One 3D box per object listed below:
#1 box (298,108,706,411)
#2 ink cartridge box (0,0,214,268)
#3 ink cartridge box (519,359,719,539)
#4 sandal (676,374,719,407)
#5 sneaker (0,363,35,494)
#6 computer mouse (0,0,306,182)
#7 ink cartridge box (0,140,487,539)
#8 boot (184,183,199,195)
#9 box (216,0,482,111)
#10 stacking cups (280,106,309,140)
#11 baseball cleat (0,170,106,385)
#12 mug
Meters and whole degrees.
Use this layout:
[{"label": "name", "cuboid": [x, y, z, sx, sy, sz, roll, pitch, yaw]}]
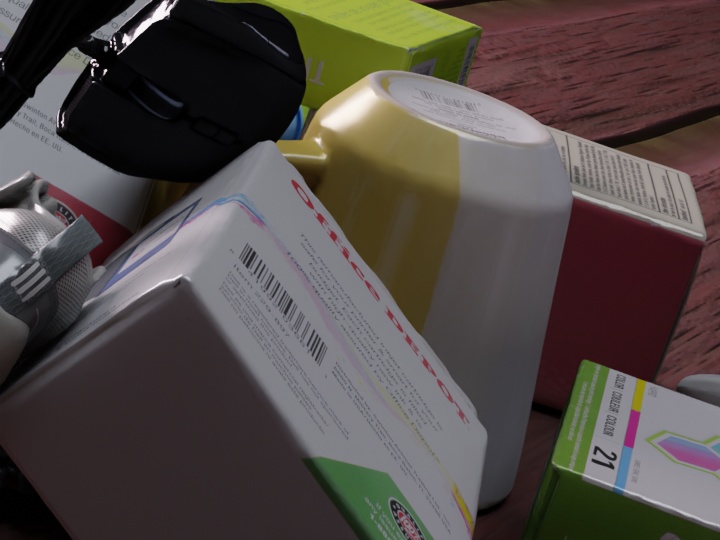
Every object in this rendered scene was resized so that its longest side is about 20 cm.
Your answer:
[{"label": "box", "cuboid": [0.058, -0.016, 1.251, 0.199, 0.109, 0.128, 18, 16, -2]}, {"label": "ink cartridge box", "cuboid": [-0.151, -0.076, 1.006, 0.145, 0.083, 0.201, 30, 52, -20]}, {"label": "ink cartridge box", "cuboid": [0.163, 0.119, 0.987, 0.199, 0.076, 0.148, 19, 16, 4]}, {"label": "sandal", "cuboid": [0.258, 0.084, 1.274, 0.202, 0.050, 0.082, 7, 1, 3]}, {"label": "sneaker", "cuboid": [-0.181, 0.025, 0.921, 0.199, 0.081, 0.075, 27, 1, -1]}, {"label": "computer mouse", "cuboid": [-0.087, -0.044, 0.915, 0.046, 0.140, 0.200, 48, 9, 17]}, {"label": "ink cartridge box", "cuboid": [-0.033, 0.053, 0.855, 0.146, 0.087, 0.200, 54, 15, -9]}, {"label": "boot", "cuboid": [-0.161, -0.060, 1.230, 0.199, 0.075, 0.107, 23, 11, -18]}, {"label": "box", "cuboid": [-0.054, -0.123, 1.201, 0.199, 0.048, 0.122, 21, 17, 14]}, {"label": "stacking cups", "cuboid": [-0.060, -0.082, 1.290, 0.060, 0.061, 0.200, 22, 0, 12]}, {"label": "baseball cleat", "cuboid": [-0.147, 0.021, 0.821, 0.106, 0.070, 0.200, -37, 17, -35]}, {"label": "mug", "cuboid": [0.009, 0.003, 1.055, 0.149, 0.154, 0.186, 28, 19, 26]}]
